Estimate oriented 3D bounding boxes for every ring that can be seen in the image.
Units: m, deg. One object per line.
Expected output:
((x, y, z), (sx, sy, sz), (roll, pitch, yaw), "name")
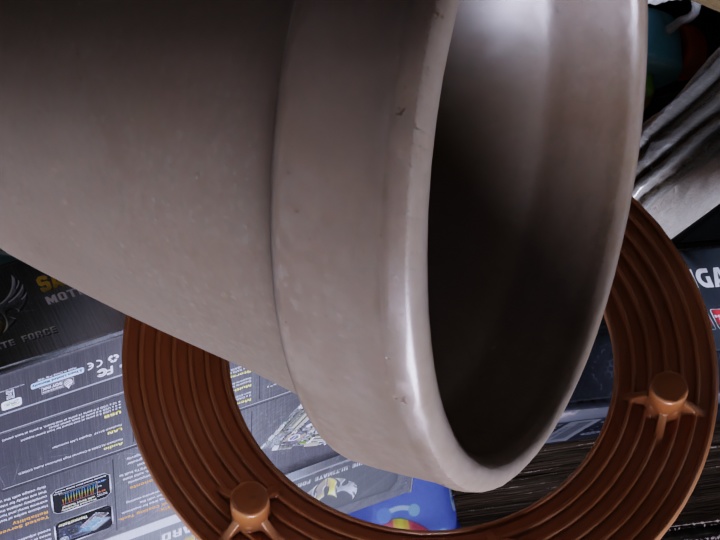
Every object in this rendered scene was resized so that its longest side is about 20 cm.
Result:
((0.021, 0.024, 0.659), (0.200, 0.201, 0.019), (-3, 150, -5), "ring")

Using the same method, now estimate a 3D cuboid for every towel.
((0.157, -0.042, 0.799), (0.133, 0.034, 0.200), (-42, 156, 7), "towel")

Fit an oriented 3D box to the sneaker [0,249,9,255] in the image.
((-0.128, -0.052, 0.726), (0.200, 0.074, 0.085), (-15, 137, -34), "sneaker")

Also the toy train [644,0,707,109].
((0.037, -0.070, 0.745), (0.200, 0.056, 0.150), (-5, 167, 5), "toy train")

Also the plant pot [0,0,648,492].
((-0.023, -0.047, 0.599), (0.174, 0.201, 0.200), (9, 173, 24), "plant pot")

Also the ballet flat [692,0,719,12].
((0.195, -0.094, 0.652), (0.200, 0.072, 0.068), (-4, 154, 0), "ballet flat")

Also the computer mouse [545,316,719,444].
((0.118, 0.040, 0.841), (0.200, 0.053, 0.138), (-5, 169, -14), "computer mouse")

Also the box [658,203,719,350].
((0.226, -0.038, 0.691), (0.200, 0.046, 0.159), (-33, -165, -29), "box")

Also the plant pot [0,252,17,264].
((-0.158, 0.026, 0.833), (0.200, 0.134, 0.200), (-27, 154, -14), "plant pot")

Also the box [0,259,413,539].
((-0.072, 0.051, 0.743), (0.200, 0.048, 0.159), (-18, 141, -19), "box")

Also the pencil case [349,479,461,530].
((0.007, 0.072, 1.027), (0.078, 0.200, 0.087), (-8, 178, 8), "pencil case")
